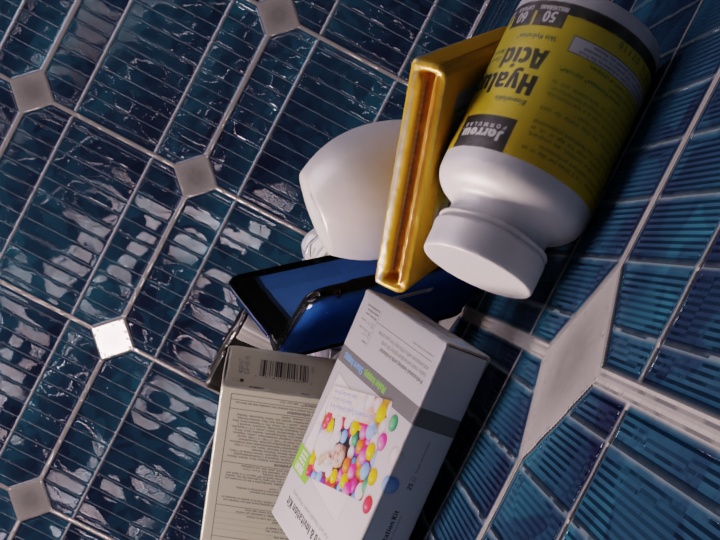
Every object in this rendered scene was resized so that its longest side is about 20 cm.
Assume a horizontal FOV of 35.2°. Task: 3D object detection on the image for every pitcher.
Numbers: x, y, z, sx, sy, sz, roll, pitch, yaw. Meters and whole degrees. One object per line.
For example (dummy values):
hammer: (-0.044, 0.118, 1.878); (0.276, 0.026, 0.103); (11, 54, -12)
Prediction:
pitcher: (0.053, -0.070, 1.061); (0.172, 0.200, 0.121); (81, 166, -52)

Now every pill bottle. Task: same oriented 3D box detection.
pill bottle: (0.123, -0.086, 0.795); (0.200, 0.111, 0.111); (-64, 4, -12)

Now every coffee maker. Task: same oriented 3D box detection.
coffee maker: (-0.096, 0.148, 1.480); (0.192, 0.200, 0.135); (-62, 3, 10)

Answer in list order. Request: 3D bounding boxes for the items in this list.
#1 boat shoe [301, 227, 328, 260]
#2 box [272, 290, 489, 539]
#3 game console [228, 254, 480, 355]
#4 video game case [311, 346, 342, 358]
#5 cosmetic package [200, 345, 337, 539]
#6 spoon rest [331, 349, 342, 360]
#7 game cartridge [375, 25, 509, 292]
boat shoe: (0.028, -0.050, 1.313); (0.202, 0.075, 0.086); (-31, 41, 2)
box: (0.009, 0.129, 0.854); (0.200, 0.041, 0.156); (-67, 24, 5)
game console: (0.000, 0.000, 1.054); (0.200, 0.119, 0.171); (-13, -22, -27)
video game case: (-0.049, 0.119, 1.267); (0.200, 0.019, 0.143); (-124, 36, -70)
cosmetic package: (-0.081, 0.174, 0.998); (0.073, 0.103, 0.200); (-92, 13, -65)
spoon rest: (0.026, 0.111, 0.993); (0.200, 0.099, 0.061); (-129, 46, -73)
game cartridge: (0.084, -0.094, 0.880); (0.200, 0.032, 0.177); (-31, -43, -52)
